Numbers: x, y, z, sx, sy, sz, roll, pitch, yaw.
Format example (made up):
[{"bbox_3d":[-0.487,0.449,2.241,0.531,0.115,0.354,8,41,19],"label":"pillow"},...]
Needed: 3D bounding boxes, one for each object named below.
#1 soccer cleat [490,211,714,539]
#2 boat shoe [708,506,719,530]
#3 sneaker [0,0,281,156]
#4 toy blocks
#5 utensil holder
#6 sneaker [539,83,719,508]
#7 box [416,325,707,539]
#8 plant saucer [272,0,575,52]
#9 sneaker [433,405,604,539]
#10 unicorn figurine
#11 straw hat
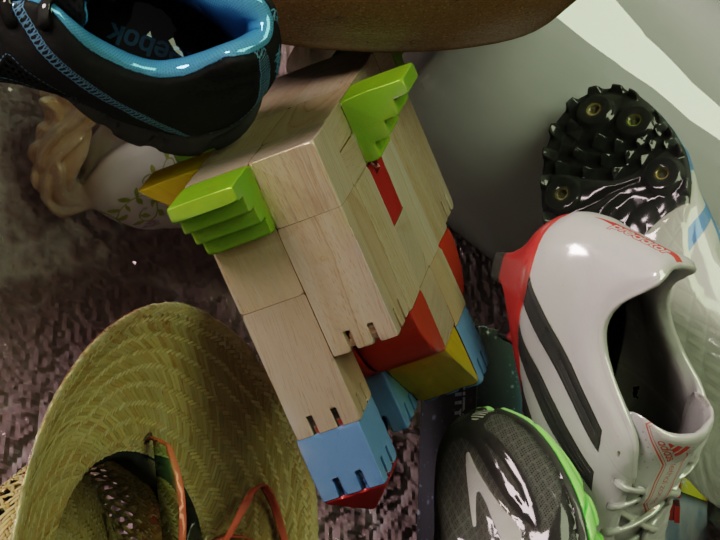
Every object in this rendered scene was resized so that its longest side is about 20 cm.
[{"bbox_3d":[0.098,0.075,0.887,0.069,0.085,0.200,-20,113,-39],"label":"soccer cleat"},{"bbox_3d":[0.202,0.108,1.044,0.060,0.076,0.200,54,10,4],"label":"boat shoe"},{"bbox_3d":[-0.122,-0.097,0.773,0.200,0.082,0.073,11,74,-13],"label":"sneaker"},{"bbox_3d":[0.000,0.000,0.865,0.200,0.100,0.137,-63,132,-68],"label":"toy blocks"},{"bbox_3d":[0.111,-0.067,1.064,0.200,0.170,0.170,36,46,-15],"label":"utensil holder"},{"bbox_3d":[0.132,0.016,0.946,0.200,0.072,0.072,66,11,20],"label":"sneaker"},{"bbox_3d":[0.086,0.132,0.968,0.136,0.038,0.200,11,75,-36],"label":"box"},{"bbox_3d":[0.004,-0.120,0.910,0.200,0.200,0.036,-20,118,-46],"label":"plant saucer"},{"bbox_3d":[0.034,0.140,0.826,0.084,0.077,0.200,26,62,-35],"label":"sneaker"},{"bbox_3d":[-0.046,-0.042,0.968,0.200,0.138,0.074,11,16,-11],"label":"unicorn figurine"},{"bbox_3d":[-0.099,0.107,0.821,0.201,0.085,0.201,-5,95,-61],"label":"straw hat"}]
